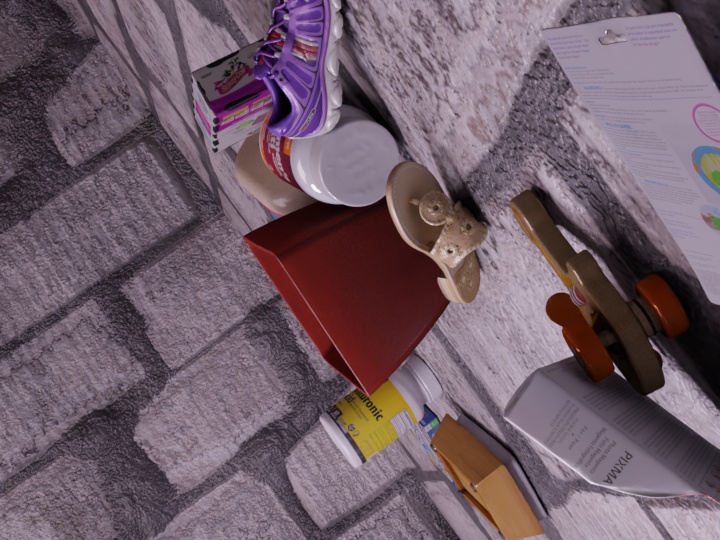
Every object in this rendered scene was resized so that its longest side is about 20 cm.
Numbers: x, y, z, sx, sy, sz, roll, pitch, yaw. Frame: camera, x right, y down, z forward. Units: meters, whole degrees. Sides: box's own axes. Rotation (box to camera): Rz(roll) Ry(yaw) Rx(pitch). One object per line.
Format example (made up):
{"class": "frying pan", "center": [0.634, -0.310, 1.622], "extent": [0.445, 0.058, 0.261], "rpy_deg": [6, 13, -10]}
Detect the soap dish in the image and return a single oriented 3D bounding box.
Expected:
{"class": "soap dish", "center": [0.203, 0.336, 1.636], "extent": [0.157, 0.081, 0.200], "rpy_deg": [59, 170, -25]}

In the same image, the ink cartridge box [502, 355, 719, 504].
{"class": "ink cartridge box", "center": [0.212, 0.137, 0.719], "extent": [0.200, 0.057, 0.163], "rpy_deg": [41, -164, 19]}

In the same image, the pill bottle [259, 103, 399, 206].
{"class": "pill bottle", "center": [-0.036, -0.134, 1.124], "extent": [0.110, 0.110, 0.200], "rpy_deg": [59, 169, -23]}

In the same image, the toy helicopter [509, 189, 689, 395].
{"class": "toy helicopter", "center": [0.177, 0.015, 0.792], "extent": [0.200, 0.079, 0.132], "rpy_deg": [61, -176, 36]}

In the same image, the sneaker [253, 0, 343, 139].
{"class": "sneaker", "center": [-0.065, -0.219, 0.966], "extent": [0.081, 0.083, 0.200], "rpy_deg": [37, 137, 53]}

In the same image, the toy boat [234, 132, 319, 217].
{"class": "toy boat", "center": [-0.074, -0.133, 1.358], "extent": [0.131, 0.131, 0.200], "rpy_deg": [25, -170, -35]}

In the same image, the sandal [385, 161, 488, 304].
{"class": "sandal", "center": [0.100, -0.035, 1.010], "extent": [0.070, 0.078, 0.212], "rpy_deg": [8, 150, 32]}

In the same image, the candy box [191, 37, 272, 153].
{"class": "candy box", "center": [-0.131, -0.215, 1.214], "extent": [0.061, 0.136, 0.200], "rpy_deg": [61, 169, 1]}

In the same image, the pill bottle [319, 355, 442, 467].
{"class": "pill bottle", "center": [0.039, 0.237, 1.731], "extent": [0.111, 0.200, 0.111], "rpy_deg": [52, 169, 14]}

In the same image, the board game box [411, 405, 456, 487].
{"class": "board game box", "center": [0.142, 0.337, 2.054], "extent": [0.135, 0.034, 0.200], "rpy_deg": [41, 163, 53]}

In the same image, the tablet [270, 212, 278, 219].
{"class": "tablet", "center": [-0.166, -0.114, 2.073], "extent": [0.200, 0.014, 0.130], "rpy_deg": [60, 169, -23]}

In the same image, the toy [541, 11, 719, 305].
{"class": "toy", "center": [0.187, -0.057, 0.523], "extent": [0.200, 0.047, 0.115], "rpy_deg": [55, 167, -20]}

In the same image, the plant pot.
{"class": "plant pot", "center": [0.000, 0.000, 1.205], "extent": [0.200, 0.176, 0.200], "rpy_deg": [57, 170, -16]}
